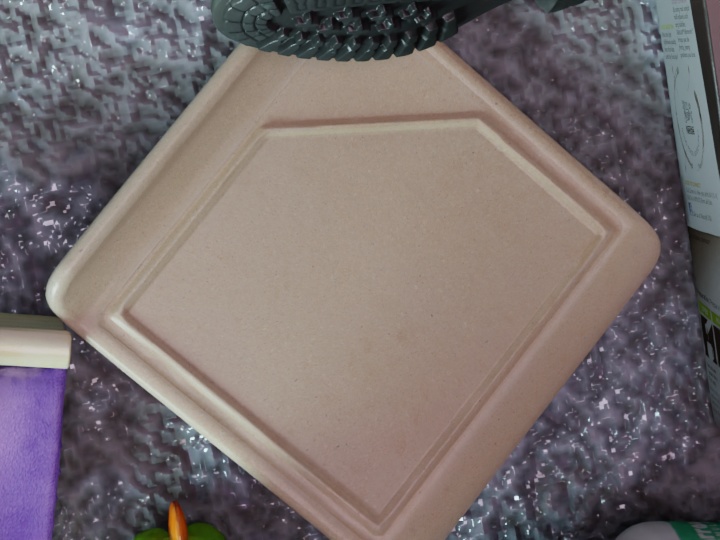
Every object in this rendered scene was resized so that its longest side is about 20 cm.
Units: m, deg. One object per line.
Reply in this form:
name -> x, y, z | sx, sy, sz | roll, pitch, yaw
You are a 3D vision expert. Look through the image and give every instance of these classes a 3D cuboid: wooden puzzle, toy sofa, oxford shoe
wooden puzzle -> 0.000, 0.000, 0.935 | 0.200, 0.037, 0.185 | 41, 81, -16
toy sofa -> -0.162, 0.117, 0.911 | 0.083, 0.098, 0.200 | 4, 99, -10
oxford shoe -> 0.024, -0.136, 0.896 | 0.200, 0.073, 0.084 | -18, 71, -27

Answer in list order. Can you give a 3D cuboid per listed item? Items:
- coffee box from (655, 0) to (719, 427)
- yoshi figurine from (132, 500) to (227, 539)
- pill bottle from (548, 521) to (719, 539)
coffee box -> 0.194, -0.034, 0.940 | 0.113, 0.080, 0.200 | -11, 101, -5
yoshi figurine -> -0.061, 0.174, 0.889 | 0.112, 0.200, 0.112 | 30, 106, -17
pill bottle -> 0.160, 0.161, 0.954 | 0.200, 0.113, 0.113 | 1, 100, -9
